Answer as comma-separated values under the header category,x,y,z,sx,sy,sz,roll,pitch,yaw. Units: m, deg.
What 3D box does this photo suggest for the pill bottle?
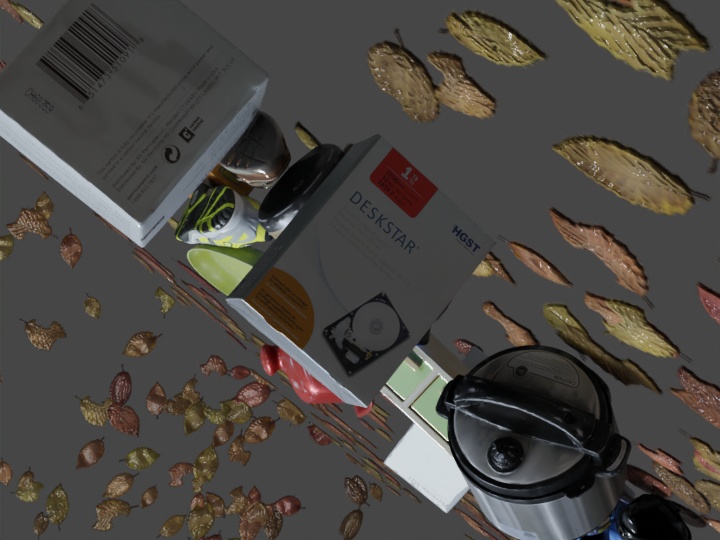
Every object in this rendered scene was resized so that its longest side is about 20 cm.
category,x,y,z,sx,sy,sz,roll,pitch,yaw
pill bottle,0.001,-0.025,1.275,0.200,0.112,0.112,44,167,-19

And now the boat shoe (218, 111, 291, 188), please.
category,x,y,z,sx,sy,sz,roll,pitch,yaw
boat shoe,-0.113,-0.127,1.357,0.072,0.076,0.200,41,177,-27

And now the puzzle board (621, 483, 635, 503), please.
category,x,y,z,sx,sy,sz,roll,pitch,yaw
puzzle board,0.285,0.252,1.677,0.200,0.017,0.151,41,166,-14

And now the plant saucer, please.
category,x,y,z,sx,sy,sz,roll,pitch,yaw
plant saucer,-0.116,0.016,1.524,0.200,0.031,0.200,26,162,9

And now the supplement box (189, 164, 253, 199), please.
category,x,y,z,sx,sy,sz,roll,pitch,yaw
supplement box,-0.165,-0.116,1.544,0.067,0.069,0.200,38,165,-8

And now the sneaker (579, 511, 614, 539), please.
category,x,y,z,sx,sy,sz,roll,pitch,yaw
sneaker,0.270,0.268,1.510,0.082,0.074,0.200,36,142,53

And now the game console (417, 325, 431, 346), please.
category,x,y,z,sx,sy,sz,roll,pitch,yaw
game console,0.000,0.000,1.426,0.200,0.118,0.171,-68,-40,-77

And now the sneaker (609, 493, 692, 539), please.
category,x,y,z,sx,sy,sz,roll,pitch,yaw
sneaker,0.331,0.309,1.575,0.200,0.077,0.111,31,152,34

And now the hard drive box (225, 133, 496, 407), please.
category,x,y,z,sx,sy,sz,roll,pitch,yaw
hard drive box,0.000,0.001,1.163,0.156,0.200,0.077,41,167,-11

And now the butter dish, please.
category,x,y,z,sx,sy,sz,roll,pitch,yaw
butter dish,-0.064,0.110,1.723,0.200,0.148,0.200,120,139,-79

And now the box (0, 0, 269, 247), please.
category,x,y,z,sx,sy,sz,roll,pitch,yaw
box,-0.229,-0.165,1.234,0.200,0.199,0.131,39,168,-3

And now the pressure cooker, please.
category,x,y,z,sx,sy,sz,roll,pitch,yaw
pressure cooker,0.184,0.177,1.299,0.200,0.176,0.179,60,-170,-53

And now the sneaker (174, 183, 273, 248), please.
category,x,y,z,sx,sy,sz,roll,pitch,yaw
sneaker,-0.158,-0.054,1.444,0.076,0.075,0.200,25,177,-23

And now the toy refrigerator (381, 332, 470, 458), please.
category,x,y,z,sx,sy,sz,roll,pitch,yaw
toy refrigerator,0.094,0.147,1.469,0.200,0.076,0.070,43,-160,5

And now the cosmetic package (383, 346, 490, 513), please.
category,x,y,z,sx,sy,sz,roll,pitch,yaw
cosmetic package,0.127,0.204,1.586,0.113,0.081,0.200,36,131,7
